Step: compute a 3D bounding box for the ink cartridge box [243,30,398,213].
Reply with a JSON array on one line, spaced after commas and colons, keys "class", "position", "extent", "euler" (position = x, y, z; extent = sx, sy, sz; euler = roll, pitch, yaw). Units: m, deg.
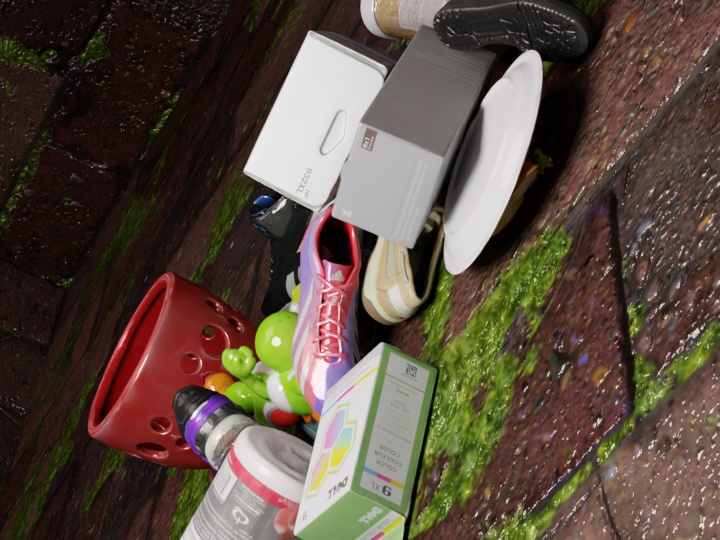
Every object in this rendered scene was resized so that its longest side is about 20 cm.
[{"class": "ink cartridge box", "position": [-0.030, -0.147, 1.430], "extent": [0.146, 0.083, 0.200], "euler": [-64, -2, 10]}]

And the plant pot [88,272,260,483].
[{"class": "plant pot", "position": [-0.178, 0.126, 1.659], "extent": [0.201, 0.182, 0.201], "euler": [-56, 17, 28]}]

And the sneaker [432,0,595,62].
[{"class": "sneaker", "position": [0.143, -0.240, 1.344], "extent": [0.199, 0.060, 0.104], "euler": [11, 43, 41]}]

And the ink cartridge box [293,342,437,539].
[{"class": "ink cartridge box", "position": [-0.001, 0.171, 1.241], "extent": [0.104, 0.059, 0.201], "euler": [-46, 24, 49]}]

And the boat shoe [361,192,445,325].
[{"class": "boat shoe", "position": [0.057, -0.047, 1.404], "extent": [0.076, 0.071, 0.201], "euler": [-25, 51, 48]}]

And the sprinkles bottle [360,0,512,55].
[{"class": "sprinkles bottle", "position": [0.079, -0.261, 1.525], "extent": [0.200, 0.068, 0.069], "euler": [23, 87, 55]}]

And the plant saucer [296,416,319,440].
[{"class": "plant saucer", "position": [-0.029, 0.137, 1.466], "extent": [0.070, 0.019, 0.200], "euler": [-65, 15, -3]}]

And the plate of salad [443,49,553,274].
[{"class": "plate of salad", "position": [0.119, -0.089, 1.275], "extent": [0.200, 0.048, 0.201], "euler": [-162, 90, -80]}]

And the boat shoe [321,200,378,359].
[{"class": "boat shoe", "position": [0.000, 0.000, 1.479], "extent": [0.071, 0.072, 0.201], "euler": [-18, 55, 21]}]

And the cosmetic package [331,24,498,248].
[{"class": "cosmetic package", "position": [0.051, -0.123, 1.343], "extent": [0.200, 0.090, 0.107], "euler": [-65, -5, -49]}]

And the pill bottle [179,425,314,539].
[{"class": "pill bottle", "position": [-0.105, 0.252, 1.362], "extent": [0.201, 0.110, 0.111], "euler": [-61, 16, 13]}]

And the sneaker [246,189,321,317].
[{"class": "sneaker", "position": [-0.095, -0.031, 1.764], "extent": [0.200, 0.111, 0.073], "euler": [-53, 18, 36]}]

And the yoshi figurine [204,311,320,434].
[{"class": "yoshi figurine", "position": [-0.084, 0.094, 1.492], "extent": [0.200, 0.112, 0.113], "euler": [-27, 33, 61]}]

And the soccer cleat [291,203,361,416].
[{"class": "soccer cleat", "position": [-0.027, 0.036, 1.385], "extent": [0.077, 0.066, 0.201], "euler": [111, 161, -64]}]

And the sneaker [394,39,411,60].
[{"class": "sneaker", "position": [0.074, -0.177, 1.551], "extent": [0.076, 0.075, 0.201], "euler": [-27, 38, 32]}]

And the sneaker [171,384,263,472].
[{"class": "sneaker", "position": [-0.127, 0.161, 1.452], "extent": [0.070, 0.099, 0.200], "euler": [-47, -28, -12]}]

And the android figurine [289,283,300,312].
[{"class": "android figurine", "position": [-0.032, 0.012, 1.630], "extent": [0.200, 0.041, 0.183], "euler": [-36, 32, 56]}]
